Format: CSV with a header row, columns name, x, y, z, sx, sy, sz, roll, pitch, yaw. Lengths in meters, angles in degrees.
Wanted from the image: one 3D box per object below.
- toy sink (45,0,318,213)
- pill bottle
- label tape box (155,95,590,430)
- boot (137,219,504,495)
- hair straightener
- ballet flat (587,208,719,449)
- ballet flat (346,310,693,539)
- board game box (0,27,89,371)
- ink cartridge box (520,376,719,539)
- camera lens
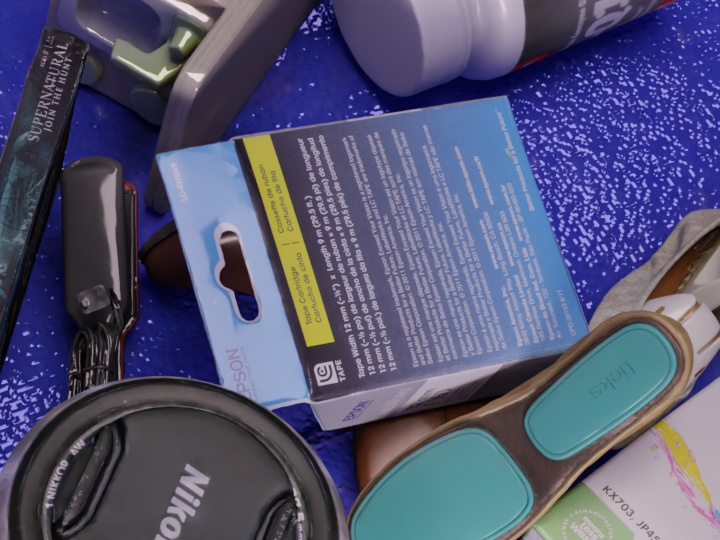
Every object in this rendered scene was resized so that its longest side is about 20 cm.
name,x,y,z,sx,sy,sz,roll,pitch,yaw
toy sink,-0.098,-0.154,1.492,0.112,0.130,0.200,29,58,5
pill bottle,0.090,-0.176,1.560,0.200,0.114,0.114,-25,67,-25
label tape box,0.000,0.000,1.393,0.200,0.066,0.144,-11,73,-22
boot,-0.011,0.056,1.439,0.188,0.068,0.200,-3,68,-22
hair straightener,-0.140,0.034,1.389,0.041,0.077,0.200,0,69,8
ballet flat,0.171,0.019,1.459,0.067,0.062,0.200,53,42,-15
ballet flat,0.084,0.091,1.374,0.200,0.063,0.069,-33,83,10
board game box,-0.180,-0.005,1.377,0.028,0.135,0.200,16,56,-4
ink cartridge box,0.187,0.131,1.421,0.200,0.067,0.117,-35,71,-29
camera lens,-0.097,0.155,1.259,0.160,0.200,0.160,6,58,-9
